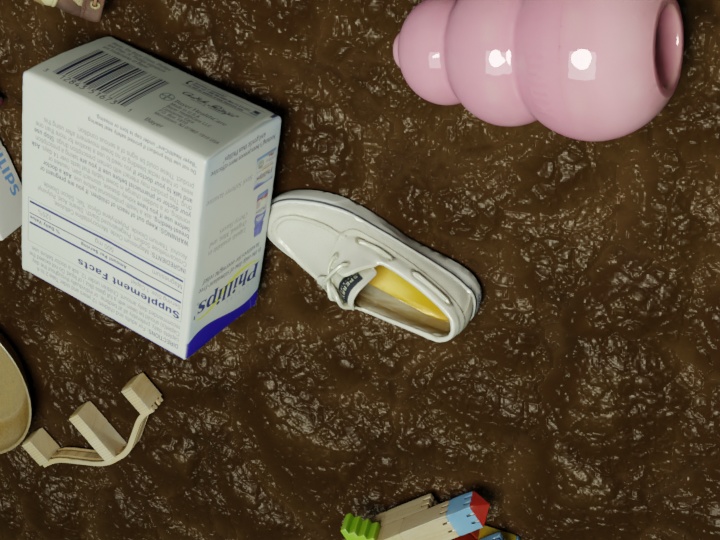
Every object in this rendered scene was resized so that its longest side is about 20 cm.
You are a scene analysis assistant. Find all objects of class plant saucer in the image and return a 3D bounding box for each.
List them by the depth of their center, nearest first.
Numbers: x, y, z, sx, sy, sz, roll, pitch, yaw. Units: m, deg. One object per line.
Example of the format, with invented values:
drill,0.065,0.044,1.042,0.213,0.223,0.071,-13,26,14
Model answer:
plant saucer,-0.425,0.106,1.308,0.200,0.035,0.201,11,124,17

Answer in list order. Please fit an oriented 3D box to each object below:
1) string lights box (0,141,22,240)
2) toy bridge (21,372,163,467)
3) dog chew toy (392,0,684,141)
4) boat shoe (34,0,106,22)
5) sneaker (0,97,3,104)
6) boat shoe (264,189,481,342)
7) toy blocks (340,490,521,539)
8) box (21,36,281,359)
string lights box,-0.418,-0.074,1.175,0.200,0.059,0.103,-7,116,28
toy bridge,-0.272,0.169,1.284,0.200,0.027,0.067,-29,107,36
dog chew toy,0.114,-0.152,0.846,0.200,0.125,0.125,5,123,31
boat shoe,-0.182,-0.271,0.942,0.072,0.072,0.200,26,126,-19
sneaker,-0.420,-0.172,1.106,0.200,0.081,0.088,-4,118,17
boat shoe,0.000,0.000,1.021,0.200,0.070,0.071,29,127,8
toy blocks,0.094,0.282,1.157,0.137,0.100,0.200,-26,107,23
box,-0.178,-0.062,1.028,0.184,0.105,0.200,27,128,20
